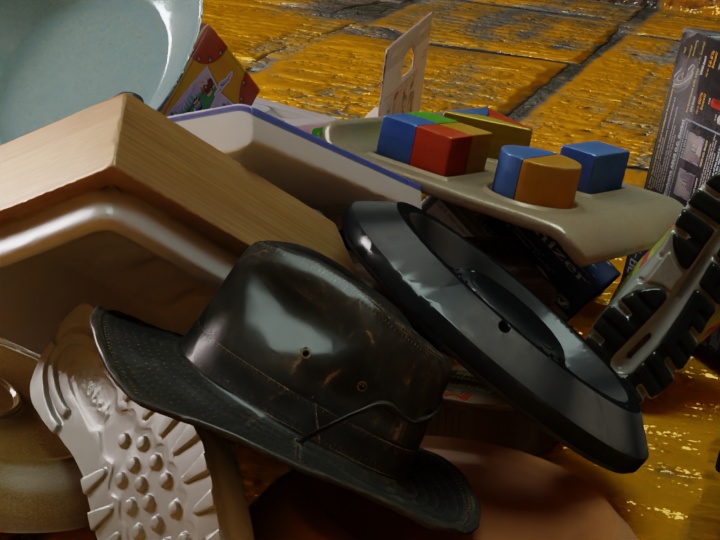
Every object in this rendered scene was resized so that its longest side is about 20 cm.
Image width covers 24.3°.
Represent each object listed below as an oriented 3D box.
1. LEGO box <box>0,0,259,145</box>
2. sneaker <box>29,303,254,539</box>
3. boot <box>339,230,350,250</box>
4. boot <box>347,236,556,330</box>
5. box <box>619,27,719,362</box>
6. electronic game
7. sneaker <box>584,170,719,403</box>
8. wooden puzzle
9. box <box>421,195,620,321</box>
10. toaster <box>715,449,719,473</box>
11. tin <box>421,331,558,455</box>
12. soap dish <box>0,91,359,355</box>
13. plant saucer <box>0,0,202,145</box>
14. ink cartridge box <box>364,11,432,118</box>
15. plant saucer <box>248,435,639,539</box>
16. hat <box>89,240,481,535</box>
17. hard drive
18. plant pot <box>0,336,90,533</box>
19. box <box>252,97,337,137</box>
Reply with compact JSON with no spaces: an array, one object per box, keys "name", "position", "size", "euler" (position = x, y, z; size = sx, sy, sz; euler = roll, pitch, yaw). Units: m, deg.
[{"name":"LEGO box","position":[-0.179,-0.064,1.056],"size":[0.148,0.201,0.077],"euler":[15,-20,33]},{"name":"sneaker","position":[-0.084,0.091,0.775],"size":[0.080,0.076,0.200],"euler":[31,18,-42]},{"name":"boot","position":[-0.062,-0.008,1.110],"size":[0.210,0.080,0.157],"euler":[15,18,36]},{"name":"boot","position":[0.000,0.000,1.014],"size":[0.186,0.065,0.199],"euler":[25,26,32]},{"name":"box","position":[0.253,-0.050,1.130],"size":[0.049,0.202,0.158],"euler":[5,16,-23]},{"name":"electronic game","position":[0.070,0.032,0.860],"size":[0.200,0.042,0.200],"euler":[38,10,-8]},{"name":"sneaker","position":[0.213,-0.003,1.042],"size":[0.078,0.200,0.090],"euler":[48,7,2]},{"name":"wooden puzzle","position":[0.101,-0.069,1.084],"size":[0.199,0.047,0.185],"euler":[26,20,28]},{"name":"box","position":[0.117,-0.021,1.161],"size":[0.121,0.032,0.200],"euler":[48,22,6]},{"name":"toaster","position":[0.280,0.081,0.872],"size":[0.128,0.115,0.200],"euler":[17,19,28]},{"name":"tin","position":[0.027,0.065,0.975],"size":[0.198,0.042,0.112],"euler":[10,14,17]},{"name":"soap dish","position":[-0.112,-0.007,0.858],"size":[0.157,0.082,0.200],"euler":[-18,-31,33]},{"name":"plant saucer","position":[-0.176,-0.126,1.017],"size":[0.200,0.202,0.039],"euler":[17,-19,33]},{"name":"ink cartridge box","position":[0.011,-0.099,1.265],"size":[0.043,0.175,0.200],"euler":[8,17,9]},{"name":"plant saucer","position":[0.041,0.125,0.789],"size":[0.198,0.038,0.200],"euler":[5,18,-1]},{"name":"hat","position":[-0.019,0.037,0.756],"size":[0.199,0.081,0.201],"euler":[26,8,-4]},{"name":"hard drive","position":[-0.066,-0.051,0.956],"size":[0.131,0.026,0.200],"euler":[-7,-12,27]},{"name":"plant pot","position":[-0.203,0.068,0.833],"size":[0.199,0.028,0.200],"euler":[19,14,-5]},{"name":"box","position":[-0.151,-0.085,1.309],"size":[0.199,0.097,0.176],"euler":[18,19,33]}]
